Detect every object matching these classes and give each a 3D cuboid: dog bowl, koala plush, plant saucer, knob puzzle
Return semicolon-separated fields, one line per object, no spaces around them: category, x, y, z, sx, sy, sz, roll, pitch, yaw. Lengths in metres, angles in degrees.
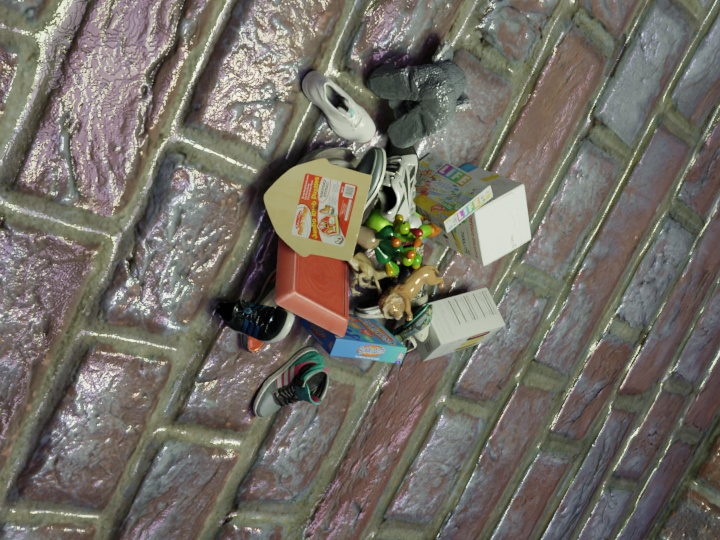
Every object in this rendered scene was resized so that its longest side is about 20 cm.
dog bowl;-0.066;-0.166;1.538;0.199;0.059;0.201;-14;117;-29
koala plush;0.156;-0.378;1.532;0.200;0.183;0.178;-39;114;-40
plant saucer;-0.090;0.014;1.532;0.037;0.201;0.199;-27;138;33
knob puzzle;-0.094;-0.126;1.461;0.218;0.030;0.221;0;97;-3

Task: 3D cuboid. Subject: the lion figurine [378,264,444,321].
lion figurine;0.114;0.039;1.634;0.200;0.072;0.123;-51;149;-21

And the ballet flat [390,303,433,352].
ballet flat;0.121;0.148;1.737;0.074;0.075;0.200;9;146;-36

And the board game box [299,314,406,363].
board game box;-0.016;0.147;1.650;0.199;0.152;0.045;12;107;-37

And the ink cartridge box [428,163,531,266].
ink cartridge box;0.266;-0.132;1.682;0.146;0.200;0.147;-28;123;-20

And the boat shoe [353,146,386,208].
boat shoe;-0.013;-0.164;1.492;0.062;0.073;0.201;18;106;-38

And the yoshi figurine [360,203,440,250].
yoshi figurine;0.086;-0.107;1.643;0.199;0.112;0.113;-18;104;-23

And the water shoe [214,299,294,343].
water shoe;-0.219;0.098;1.466;0.079;0.199;0.072;36;64;-40

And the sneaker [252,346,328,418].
sneaker;-0.145;0.274;1.641;0.200;0.121;0.084;-46;128;-7

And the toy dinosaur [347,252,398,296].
toy dinosaur;0.000;0.000;1.597;0.200;0.058;0.102;29;48;-39

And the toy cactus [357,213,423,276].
toy cactus;0.057;-0.062;1.544;0.200;0.164;0.103;96;17;-71

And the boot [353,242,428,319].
boot;0.069;0.022;1.706;0.203;0.073;0.155;-14;114;-29

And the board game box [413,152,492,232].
board game box;0.171;-0.173;1.599;0.134;0.200;0.034;-38;135;-14

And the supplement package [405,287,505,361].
supplement package;0.234;0.132;1.809;0.199;0.110;0.114;-13;158;-28

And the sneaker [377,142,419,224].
sneaker;0.074;-0.198;1.561;0.088;0.074;0.201;14;70;-48

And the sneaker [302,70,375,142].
sneaker;-0.031;-0.318;1.475;0.200;0.088;0.075;35;88;-39

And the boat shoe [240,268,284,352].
boat shoe;-0.194;0.092;1.566;0.071;0.063;0.201;21;99;-40
